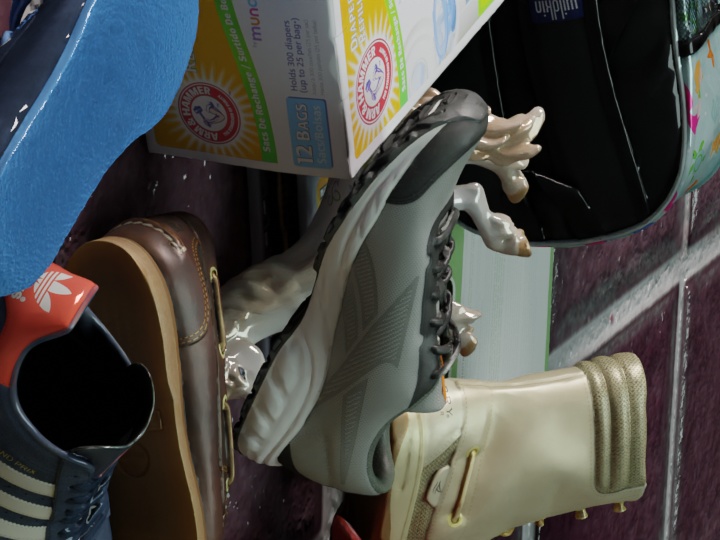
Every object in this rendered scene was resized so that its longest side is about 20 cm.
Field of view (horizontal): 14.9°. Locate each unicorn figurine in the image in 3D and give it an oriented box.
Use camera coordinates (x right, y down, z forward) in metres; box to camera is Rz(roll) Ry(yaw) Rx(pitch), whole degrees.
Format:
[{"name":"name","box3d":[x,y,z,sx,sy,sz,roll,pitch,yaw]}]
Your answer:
[{"name":"unicorn figurine","box3d":[0.000,0.000,1.287,0.137,0.074,0.201,13,103,-28]}]

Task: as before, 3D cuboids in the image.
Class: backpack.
[{"name":"backpack","box3d":[0.104,-0.117,1.411,0.150,0.177,0.201,-30,112,-59]}]

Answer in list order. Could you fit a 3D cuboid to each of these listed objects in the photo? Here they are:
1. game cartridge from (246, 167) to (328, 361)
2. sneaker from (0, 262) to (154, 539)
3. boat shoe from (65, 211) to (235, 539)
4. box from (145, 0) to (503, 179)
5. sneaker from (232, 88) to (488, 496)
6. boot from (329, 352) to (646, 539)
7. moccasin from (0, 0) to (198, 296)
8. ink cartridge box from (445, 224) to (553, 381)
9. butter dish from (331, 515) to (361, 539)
[{"name":"game cartridge","box3d":[-0.012,-0.024,1.375,0.133,0.041,0.201,-40,134,-52]},{"name":"sneaker","box3d":[-0.117,0.073,1.096,0.200,0.084,0.075,74,33,-45]},{"name":"boat shoe","box3d":[-0.083,0.074,1.193,0.070,0.070,0.201,-27,122,-58]},{"name":"box","box3d":[-0.015,-0.138,1.237,0.200,0.101,0.113,-51,142,-50]},{"name":"sneaker","box3d":[0.016,0.010,1.186,0.201,0.079,0.074,-66,174,29]},{"name":"boot","box3d":[0.067,0.126,1.436,0.073,0.155,0.201,-118,-153,-45]},{"name":"moccasin","box3d":[-0.126,-0.070,1.050,0.200,0.068,0.081,-57,139,-47]},{"name":"ink cartridge box","box3d":[0.055,0.017,1.530,0.200,0.048,0.146,-26,122,-62]},{"name":"butter dish","box3d":[-0.023,0.257,1.332,0.200,0.147,0.201,-125,-155,-54]}]
